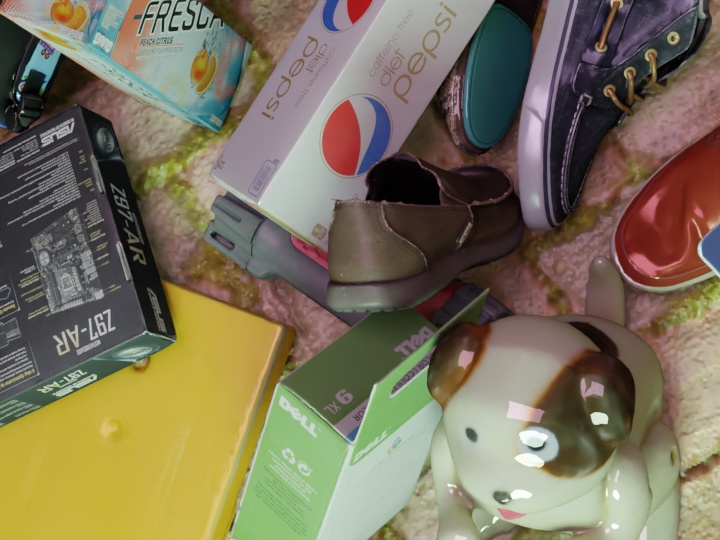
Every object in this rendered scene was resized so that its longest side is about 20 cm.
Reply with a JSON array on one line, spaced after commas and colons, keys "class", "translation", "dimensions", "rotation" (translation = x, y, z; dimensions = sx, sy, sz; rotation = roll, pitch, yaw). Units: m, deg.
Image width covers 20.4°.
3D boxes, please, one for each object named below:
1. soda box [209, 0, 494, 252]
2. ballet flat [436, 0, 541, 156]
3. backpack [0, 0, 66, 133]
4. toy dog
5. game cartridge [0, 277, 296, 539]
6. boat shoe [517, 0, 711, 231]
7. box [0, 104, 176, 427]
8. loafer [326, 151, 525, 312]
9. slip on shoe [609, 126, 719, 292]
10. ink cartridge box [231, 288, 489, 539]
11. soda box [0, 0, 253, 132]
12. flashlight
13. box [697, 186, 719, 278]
[{"class": "soda box", "translation": [0.000, -0.115, 1.174], "dimensions": [0.201, 0.068, 0.064], "rotation": [-57, 38, 0]}, {"class": "ballet flat", "translation": [0.079, -0.166, 1.227], "dimensions": [0.075, 0.068, 0.202], "rotation": [11, 78, 42]}, {"class": "backpack", "translation": [-0.236, -0.220, 1.280], "dimensions": [0.134, 0.183, 0.201], "rotation": [19, 65, 35]}, {"class": "toy dog", "translation": [0.111, 0.085, 1.093], "dimensions": [0.139, 0.200, 0.195], "rotation": [24, 89, 20]}, {"class": "game cartridge", "translation": [-0.151, 0.103, 1.273], "dimensions": [0.175, 0.032, 0.202], "rotation": [20, 90, 21]}, {"class": "boat shoe", "translation": [0.152, -0.118, 1.183], "dimensions": [0.090, 0.071, 0.202], "rotation": [10, 84, 19]}, {"class": "box", "translation": [-0.229, 0.009, 1.276], "dimensions": [0.199, 0.043, 0.161], "rotation": [-26, 71, 17]}, {"class": "loafer", "translation": [0.041, -0.035, 1.137], "dimensions": [0.072, 0.200, 0.072], "rotation": [-1, 106, 23]}, {"class": "slip on shoe", "translation": [0.226, -0.059, 1.153], "dimensions": [0.199, 0.061, 0.074], "rotation": [-35, 73, 12]}, {"class": "ink cartridge box", "translation": [-0.003, 0.084, 1.126], "dimensions": [0.059, 0.201, 0.104], "rotation": [39, 50, 19]}, {"class": "soda box", "translation": [-0.138, -0.147, 1.218], "dimensions": [0.068, 0.200, 0.064], "rotation": [21, 87, 21]}, {"class": "flashlight", "translation": [0.000, 0.000, 1.221], "dimensions": [0.199, 0.067, 0.068], "rotation": [36, 127, 25]}, {"class": "box", "translation": [0.286, -0.050, 1.108], "dimensions": [0.200, 0.032, 0.121], "rotation": [-45, 113, 6]}]
